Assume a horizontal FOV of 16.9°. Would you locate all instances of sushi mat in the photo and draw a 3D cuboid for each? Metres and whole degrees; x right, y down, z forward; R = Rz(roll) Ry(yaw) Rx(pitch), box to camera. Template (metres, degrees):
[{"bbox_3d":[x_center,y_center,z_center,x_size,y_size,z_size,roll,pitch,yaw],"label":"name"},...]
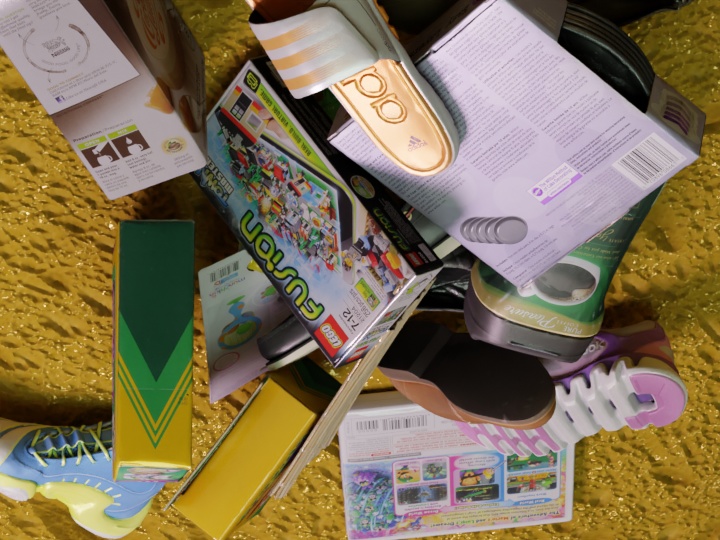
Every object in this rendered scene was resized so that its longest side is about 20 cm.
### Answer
[{"bbox_3d":[-0.006,0.088,1.810,0.012,0.096,0.200,35,128,5],"label":"sushi mat"}]

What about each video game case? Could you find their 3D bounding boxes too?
[{"bbox_3d":[0.083,0.162,2.055,0.199,0.024,0.182,-6,137,-2],"label":"video game case"}]

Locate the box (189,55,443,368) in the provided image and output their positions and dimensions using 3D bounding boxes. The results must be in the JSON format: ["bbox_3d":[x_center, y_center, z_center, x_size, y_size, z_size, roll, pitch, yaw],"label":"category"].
[{"bbox_3d":[-0.037,-0.043,1.708,0.035,0.200,0.110,-18,154,-50],"label":"box"}]

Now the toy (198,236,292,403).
[{"bbox_3d":[-0.078,0.016,1.849,0.115,0.047,0.200,-27,156,-16],"label":"toy"}]

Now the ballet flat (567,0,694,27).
[{"bbox_3d":[0.153,-0.182,1.680,0.200,0.046,0.067,-17,135,11],"label":"ballet flat"}]

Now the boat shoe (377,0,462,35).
[{"bbox_3d":[0.007,-0.204,1.624,0.199,0.067,0.074,9,144,-22],"label":"boat shoe"}]

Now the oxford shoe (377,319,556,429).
[{"bbox_3d":[0.093,0.091,1.876,0.071,0.200,0.071,-45,121,-16],"label":"oxford shoe"}]

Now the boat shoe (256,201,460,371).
[{"bbox_3d":[0.000,0.000,1.809,0.201,0.074,0.063,-38,93,5],"label":"boat shoe"}]

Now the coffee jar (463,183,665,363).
[{"bbox_3d":[0.151,-0.028,1.786,0.104,0.085,0.200,15,119,-14],"label":"coffee jar"}]

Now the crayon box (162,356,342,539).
[{"bbox_3d":[-0.077,0.137,1.854,0.051,0.200,0.127,38,98,6],"label":"crayon box"}]

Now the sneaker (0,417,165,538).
[{"bbox_3d":[-0.234,0.143,1.971,0.105,0.076,0.200,-42,135,17],"label":"sneaker"}]

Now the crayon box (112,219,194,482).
[{"bbox_3d":[-0.151,0.063,1.751,0.058,0.173,0.200,0,173,-6],"label":"crayon box"}]

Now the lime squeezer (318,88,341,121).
[{"bbox_3d":[-0.017,-0.090,1.748,0.038,0.071,0.201,-3,109,20],"label":"lime squeezer"}]

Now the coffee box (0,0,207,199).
[{"bbox_3d":[-0.178,-0.160,1.613,0.080,0.115,0.200,-19,136,13],"label":"coffee box"}]

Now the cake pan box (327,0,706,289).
[{"bbox_3d":[0.107,-0.098,1.641,0.184,0.052,0.200,34,133,-18],"label":"cake pan box"}]

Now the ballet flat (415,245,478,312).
[{"bbox_3d":[0.086,0.015,1.872,0.199,0.057,0.067,4,144,-11],"label":"ballet flat"}]

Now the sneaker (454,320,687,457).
[{"bbox_3d":[0.169,0.088,1.946,0.200,0.089,0.081,-13,133,23],"label":"sneaker"}]

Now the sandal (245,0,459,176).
[{"bbox_3d":[-0.008,-0.129,1.576,0.079,0.059,0.207,-25,117,35],"label":"sandal"}]
